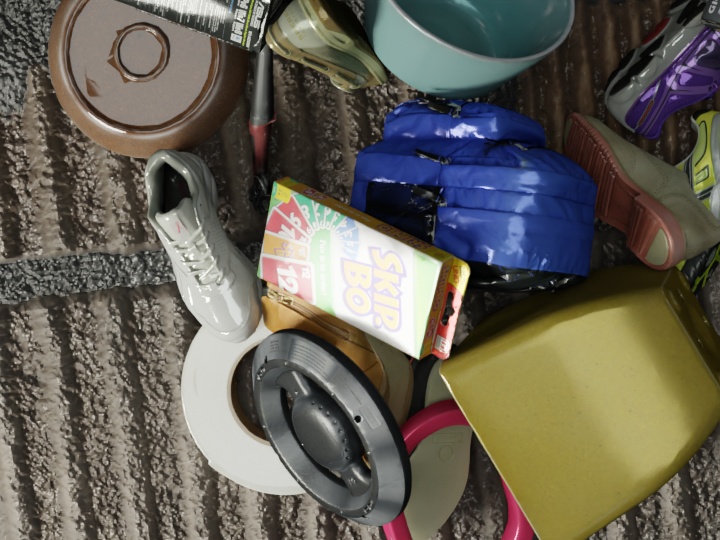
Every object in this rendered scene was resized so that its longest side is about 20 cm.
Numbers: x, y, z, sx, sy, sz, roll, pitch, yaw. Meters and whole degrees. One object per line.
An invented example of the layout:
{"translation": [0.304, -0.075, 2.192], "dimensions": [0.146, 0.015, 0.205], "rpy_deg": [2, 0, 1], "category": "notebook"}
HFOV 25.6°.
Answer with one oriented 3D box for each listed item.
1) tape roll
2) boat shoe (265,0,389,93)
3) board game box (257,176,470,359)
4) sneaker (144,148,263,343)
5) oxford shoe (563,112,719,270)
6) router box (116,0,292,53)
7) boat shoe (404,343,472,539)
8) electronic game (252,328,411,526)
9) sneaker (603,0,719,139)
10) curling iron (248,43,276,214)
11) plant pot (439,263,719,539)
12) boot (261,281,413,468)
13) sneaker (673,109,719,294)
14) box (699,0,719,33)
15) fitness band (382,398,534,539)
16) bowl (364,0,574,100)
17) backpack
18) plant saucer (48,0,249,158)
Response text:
{"translation": [-0.074, 0.115, 1.535], "dimensions": [0.201, 0.037, 0.205], "rpy_deg": [0, 94, 4], "category": "tape roll"}
{"translation": [-0.028, -0.200, 1.427], "dimensions": [0.063, 0.201, 0.074], "rpy_deg": [-32, 80, 10], "category": "boat shoe"}
{"translation": [0.000, 0.000, 1.379], "dimensions": [0.199, 0.030, 0.096], "rpy_deg": [25, 118, 24], "category": "board game box"}
{"translation": [-0.158, -0.024, 1.483], "dimensions": [0.078, 0.099, 0.201], "rpy_deg": [-29, 77, 7], "category": "sneaker"}
{"translation": [0.253, -0.076, 1.448], "dimensions": [0.073, 0.071, 0.201], "rpy_deg": [-14, 49, -22], "category": "oxford shoe"}
{"translation": [-0.123, -0.289, 1.430], "dimensions": [0.149, 0.200, 0.062], "rpy_deg": [20, 129, 4], "category": "router box"}
{"translation": [0.064, 0.164, 1.517], "dimensions": [0.073, 0.063, 0.203], "rpy_deg": [7, 104, -24], "category": "boat shoe"}
{"translation": [-0.028, 0.143, 1.434], "dimensions": [0.041, 0.200, 0.201], "rpy_deg": [-33, 91, -32], "category": "electronic game"}
{"translation": [0.315, -0.205, 1.468], "dimensions": [0.083, 0.081, 0.200], "rpy_deg": [41, 101, -19], "category": "sneaker"}
{"translation": [-0.086, -0.132, 1.466], "dimensions": [0.025, 0.050, 0.201], "rpy_deg": [-18, 136, -24], "category": "curling iron"}
{"translation": [0.219, 0.099, 1.405], "dimensions": [0.199, 0.195, 0.195], "rpy_deg": [-31, 91, 21], "category": "plant pot"}
{"translation": [-0.026, 0.076, 1.476], "dimensions": [0.143, 0.071, 0.203], "rpy_deg": [15, 114, 29], "category": "boot"}
{"translation": [0.310, -0.054, 1.478], "dimensions": [0.076, 0.075, 0.201], "rpy_deg": [25, 91, 19], "category": "sneaker"}
{"translation": [0.425, -0.272, 1.412], "dimensions": [0.197, 0.050, 0.201], "rpy_deg": [20, 98, -25], "category": "box"}
{"translation": [0.089, 0.216, 1.492], "dimensions": [0.143, 0.037, 0.201], "rpy_deg": [-24, 114, -13], "category": "fitness band"}
{"translation": [0.082, -0.232, 1.434], "dimensions": [0.200, 0.201, 0.105], "rpy_deg": [33, 139, 2], "category": "bowl"}
{"translation": [0.108, -0.063, 1.409], "dimensions": [0.199, 0.162, 0.169], "rpy_deg": [11, 97, 32], "category": "backpack"}
{"translation": [-0.208, -0.209, 1.524], "dimensions": [0.198, 0.034, 0.202], "rpy_deg": [0, 94, 6], "category": "plant saucer"}
